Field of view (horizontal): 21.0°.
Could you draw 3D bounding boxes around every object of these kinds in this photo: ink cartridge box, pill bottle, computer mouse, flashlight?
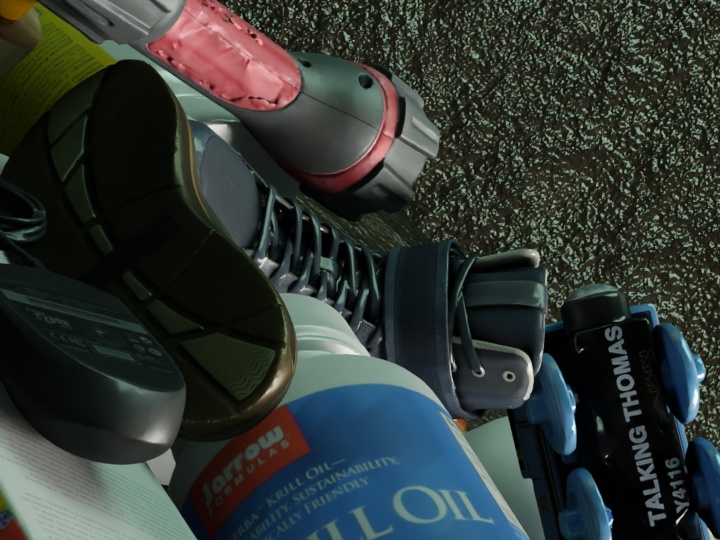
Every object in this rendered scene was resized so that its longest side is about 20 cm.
[{"bbox_3d":[-0.080,0.097,0.550,0.109,0.050,0.200,37,11,-49],"label":"ink cartridge box"},{"bbox_3d":[-0.002,0.100,0.667,0.112,0.112,0.200,37,13,-44],"label":"pill bottle"},{"bbox_3d":[-0.111,0.007,0.612,0.058,0.034,0.200,17,16,-35],"label":"computer mouse"},{"bbox_3d":[-0.048,-0.087,0.808,0.200,0.068,0.068,33,29,-46],"label":"flashlight"},{"bbox_3d":[-0.119,-0.063,0.946,0.114,0.114,0.200,38,1,-40],"label":"pill bottle"}]

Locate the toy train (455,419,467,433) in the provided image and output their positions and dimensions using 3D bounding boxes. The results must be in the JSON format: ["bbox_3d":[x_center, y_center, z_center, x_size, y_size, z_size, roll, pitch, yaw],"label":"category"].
[{"bbox_3d":[0.102,0.176,1.161,0.200,0.056,0.150,52,9,34],"label":"toy train"}]

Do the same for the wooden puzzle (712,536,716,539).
[{"bbox_3d":[0.188,0.167,1.139,0.185,0.037,0.201,41,-24,46],"label":"wooden puzzle"}]

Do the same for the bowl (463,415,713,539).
[{"bbox_3d":[0.121,0.147,1.008,0.201,0.090,0.202,36,29,-24],"label":"bowl"}]

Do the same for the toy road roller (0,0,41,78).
[{"bbox_3d":[-0.217,-0.104,0.732,0.200,0.123,0.146,38,23,-36],"label":"toy road roller"}]

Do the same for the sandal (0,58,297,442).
[{"bbox_3d":[-0.073,-0.004,0.701,0.200,0.082,0.055,50,-7,43],"label":"sandal"}]

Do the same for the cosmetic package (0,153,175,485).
[{"bbox_3d":[-0.138,0.009,0.751,0.151,0.052,0.200,45,6,20],"label":"cosmetic package"}]

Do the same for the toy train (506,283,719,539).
[{"bbox_3d":[0.122,0.107,0.885,0.114,0.086,0.201,134,-57,-80],"label":"toy train"}]

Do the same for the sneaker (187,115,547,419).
[{"bbox_3d":[0.000,-0.001,0.818,0.203,0.145,0.077,59,33,-50],"label":"sneaker"}]
